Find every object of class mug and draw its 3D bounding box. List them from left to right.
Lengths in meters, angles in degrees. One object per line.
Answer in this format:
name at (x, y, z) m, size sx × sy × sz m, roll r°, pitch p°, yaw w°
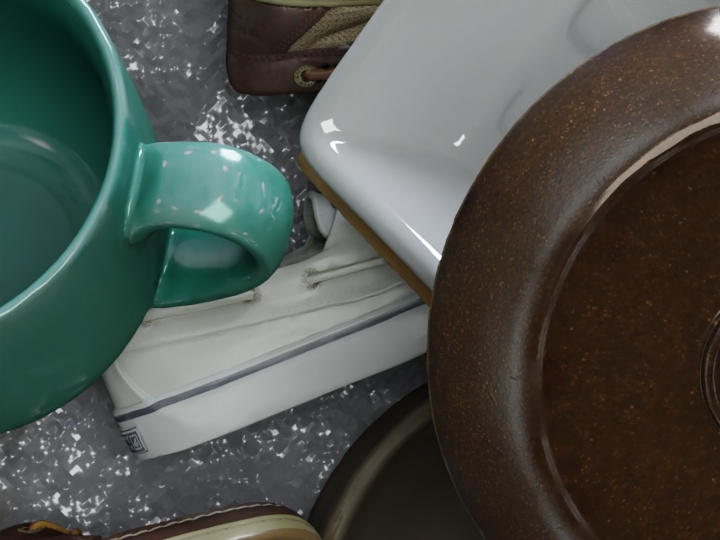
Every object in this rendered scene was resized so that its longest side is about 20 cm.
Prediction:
mug at (-0.128, -0.011, 0.821) m, size 0.185 × 0.114 × 0.152 m, roll 39°, pitch 77°, yaw 20°

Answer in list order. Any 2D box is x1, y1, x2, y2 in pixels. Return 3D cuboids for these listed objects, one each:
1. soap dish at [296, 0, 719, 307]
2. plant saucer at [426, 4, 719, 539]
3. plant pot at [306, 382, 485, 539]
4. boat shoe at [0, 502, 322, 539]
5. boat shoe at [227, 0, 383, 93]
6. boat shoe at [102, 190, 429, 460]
soap dish at (0.088, -0.065, 0.792) m, size 0.200 × 0.081 × 0.157 m, roll -54°, pitch 53°, yaw 13°
plant saucer at (0.119, 0.024, 0.716) m, size 0.199 × 0.034 × 0.201 m, roll -2°, pitch 105°, yaw -6°
plant pot at (0.083, 0.124, 0.838) m, size 0.199 × 0.174 × 0.201 m, roll 1°, pitch 87°, yaw -9°
boat shoe at (-0.110, 0.113, 0.853) m, size 0.199 × 0.072 × 0.072 m, roll -22°, pitch 45°, yaw 2°
boat shoe at (0.049, -0.085, 0.901) m, size 0.199 × 0.072 × 0.072 m, roll 0°, pitch 112°, yaw -16°
boat shoe at (0.000, 0.000, 0.888) m, size 0.199 × 0.072 × 0.066 m, roll -23°, pitch 95°, yaw -2°
